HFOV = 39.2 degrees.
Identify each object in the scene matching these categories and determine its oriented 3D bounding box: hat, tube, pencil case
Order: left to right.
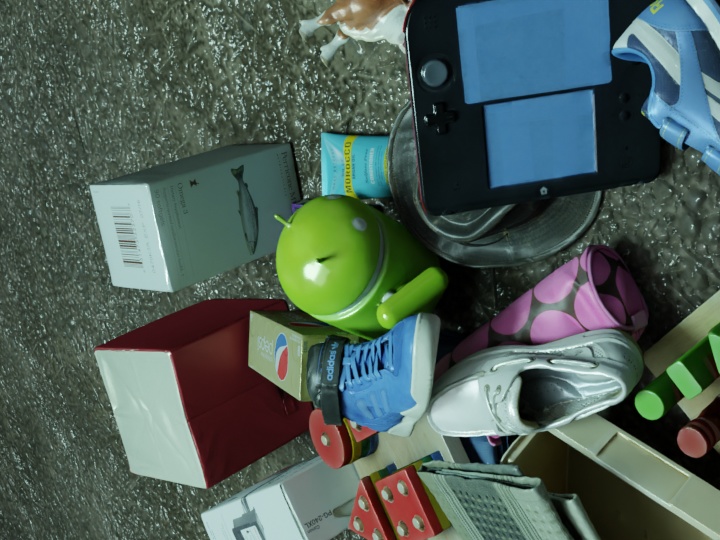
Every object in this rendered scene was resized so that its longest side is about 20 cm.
[{"bbox_3d":[0.026,-0.104,1.013,0.199,0.050,0.079,3,91,49],"label":"tube"},{"bbox_3d":[0.105,-0.078,0.869,0.198,0.081,0.203,8,112,19],"label":"hat"},{"bbox_3d":[0.160,0.069,0.892,0.200,0.090,0.094,-44,62,33],"label":"pencil case"}]

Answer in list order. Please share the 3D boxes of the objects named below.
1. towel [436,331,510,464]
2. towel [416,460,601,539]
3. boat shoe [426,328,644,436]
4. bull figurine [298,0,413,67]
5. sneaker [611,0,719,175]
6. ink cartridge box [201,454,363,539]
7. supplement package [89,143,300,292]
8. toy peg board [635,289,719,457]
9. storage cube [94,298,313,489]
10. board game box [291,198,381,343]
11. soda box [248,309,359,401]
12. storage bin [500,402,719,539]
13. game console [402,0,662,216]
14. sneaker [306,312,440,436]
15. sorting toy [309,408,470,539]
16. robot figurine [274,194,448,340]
[{"bbox_3d":[0.106,0.161,1.041,0.111,0.048,0.203,8,113,44],"label":"towel"},{"bbox_3d":[0.152,0.244,0.873,0.201,0.034,0.192,56,156,-11],"label":"towel"},{"bbox_3d":[0.132,0.102,0.832,0.198,0.069,0.071,-23,102,30],"label":"boat shoe"},{"bbox_3d":[-0.011,-0.269,0.947,0.121,0.065,0.202,-30,76,15],"label":"bull figurine"},{"bbox_3d":[0.256,-0.109,0.734,0.082,0.074,0.202,-29,77,17],"label":"sneaker"},{"bbox_3d":[-0.076,0.281,1.208,0.199,0.144,0.084,-32,82,48],"label":"ink cartridge box"},{"bbox_3d":[-0.174,-0.063,1.116,0.116,0.199,0.118,3,110,45],"label":"supplement package"},{"bbox_3d":[0.321,0.104,0.758,0.200,0.097,0.200,53,137,15],"label":"toy peg board"},{"bbox_3d":[-0.191,0.145,1.242,0.199,0.179,0.173,-3,106,45],"label":"storage cube"},{"bbox_3d":[-0.015,0.024,1.123,0.119,0.032,0.203,11,115,48],"label":"board game box"},{"bbox_3d":[-0.066,0.087,1.088,0.200,0.063,0.069,-166,78,-68],"label":"soda box"},{"bbox_3d":[0.227,0.239,0.873,0.199,0.093,0.200,32,147,35],"label":"storage bin"},{"bbox_3d":[0.136,-0.140,0.785,0.031,0.197,0.179,-106,8,-74],"label":"game console"},{"bbox_3d":[0.005,0.089,0.893,0.110,0.078,0.200,11,156,-1],"label":"sneaker"},{"bbox_3d":[0.027,0.204,1.063,0.199,0.069,0.202,-40,72,57],"label":"sorting toy"},{"bbox_3d":[0.000,0.000,0.963,0.116,0.199,0.175,-55,50,8],"label":"robot figurine"}]
